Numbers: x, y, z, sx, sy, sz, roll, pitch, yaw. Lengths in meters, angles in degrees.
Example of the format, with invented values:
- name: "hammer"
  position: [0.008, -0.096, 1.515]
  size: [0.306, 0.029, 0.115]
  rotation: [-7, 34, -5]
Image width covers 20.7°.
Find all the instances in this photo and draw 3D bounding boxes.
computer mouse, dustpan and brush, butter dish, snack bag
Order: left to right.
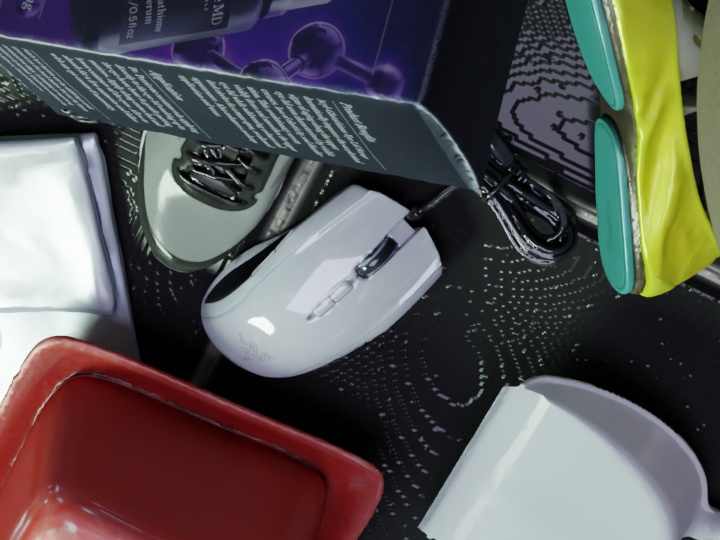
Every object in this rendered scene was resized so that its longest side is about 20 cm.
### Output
- name: "snack bag"
  position: [-0.210, 0.020, 1.029]
  size: [0.188, 0.021, 0.200]
  rotation: [-2, 121, 11]
- name: "butter dish"
  position: [-0.117, 0.162, 1.012]
  size: [0.200, 0.148, 0.199]
  rotation: [24, 128, -9]
- name: "computer mouse"
  position: [0.000, 0.000, 0.964]
  size: [0.200, 0.044, 0.110]
  rotation: [-37, 110, 27]
- name: "dustpan and brush"
  position: [0.147, 0.125, 1.016]
  size: [0.200, 0.057, 0.140]
  rotation: [27, 134, 1]

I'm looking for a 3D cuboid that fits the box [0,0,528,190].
- name: "box"
  position: [-0.036, -0.130, 0.786]
  size: [0.200, 0.148, 0.104]
  rotation: [10, 168, 18]

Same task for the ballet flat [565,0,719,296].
- name: "ballet flat"
  position: [0.133, -0.079, 0.889]
  size: [0.067, 0.067, 0.200]
  rotation: [-16, 122, -5]

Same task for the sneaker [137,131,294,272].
- name: "sneaker"
  position: [-0.055, -0.075, 0.908]
  size: [0.074, 0.079, 0.200]
  rotation: [25, 124, -8]

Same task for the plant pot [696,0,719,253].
- name: "plant pot"
  position: [0.216, -0.087, 0.803]
  size: [0.200, 0.200, 0.135]
  rotation: [-28, 87, 24]
